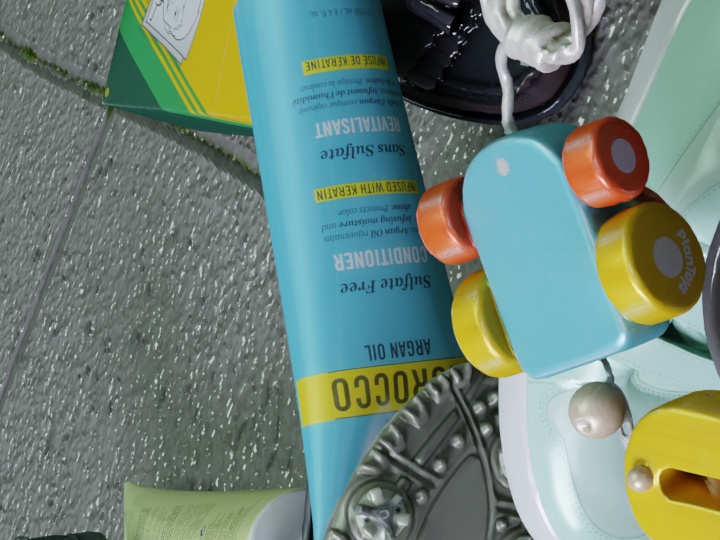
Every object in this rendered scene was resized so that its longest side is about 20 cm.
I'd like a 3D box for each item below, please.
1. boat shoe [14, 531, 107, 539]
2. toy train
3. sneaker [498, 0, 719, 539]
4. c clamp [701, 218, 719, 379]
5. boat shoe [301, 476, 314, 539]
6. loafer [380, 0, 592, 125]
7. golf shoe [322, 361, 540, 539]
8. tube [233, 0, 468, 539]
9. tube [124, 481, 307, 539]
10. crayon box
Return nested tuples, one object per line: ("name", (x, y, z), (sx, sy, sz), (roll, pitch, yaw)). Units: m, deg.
("boat shoe", (-0.087, 0.186, 1.019), (0.200, 0.062, 0.073), (57, 146, 25))
("toy train", (0.104, 0.002, 0.653), (0.200, 0.055, 0.151), (41, 127, 30))
("sneaker", (0.109, 0.007, 0.739), (0.118, 0.073, 0.201), (36, 111, 57))
("c clamp", (0.164, -0.009, 0.636), (0.171, 0.027, 0.201), (41, 128, 25))
("boat shoe", (-0.002, 0.116, 0.907), (0.075, 0.062, 0.201), (11, 88, 63))
("loafer", (-0.004, -0.115, 0.943), (0.200, 0.063, 0.072), (38, 102, 35))
("golf shoe", (0.002, 0.124, 0.820), (0.201, 0.078, 0.097), (-70, 16, -8))
("tube", (0.000, 0.000, 0.879), (0.050, 0.077, 0.201), (141, 119, -65))
("tube", (-0.059, 0.116, 1.035), (0.058, 0.052, 0.200), (-50, 14, -23))
("crayon box", (-0.030, -0.157, 1.083), (0.172, 0.058, 0.201), (10, 87, 62))
